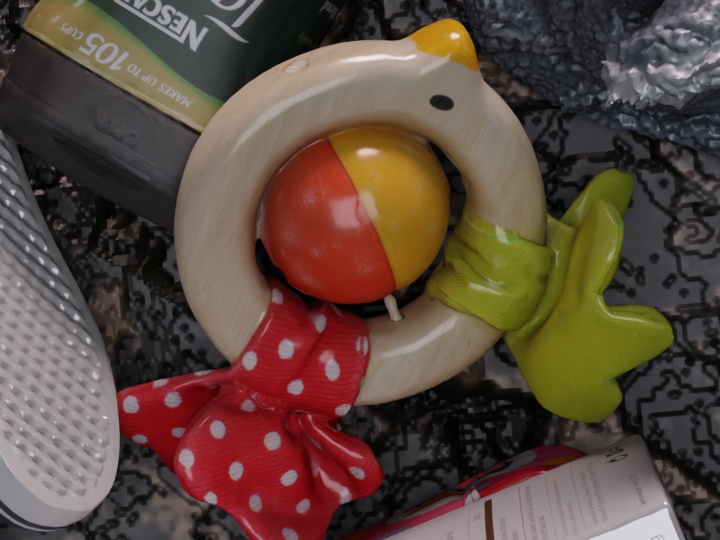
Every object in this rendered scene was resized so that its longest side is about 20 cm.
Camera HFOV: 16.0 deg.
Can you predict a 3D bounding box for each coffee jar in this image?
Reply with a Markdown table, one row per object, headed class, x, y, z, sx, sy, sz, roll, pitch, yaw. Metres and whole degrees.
| class | x | y | z | sx | sy | sz | roll | pitch | yaw |
| --- | --- | --- | --- | --- | --- | --- | --- | --- | --- |
| coffee jar | -0.045 | -0.115 | 0.910 | 0.104 | 0.085 | 0.200 | 29 | 93 | 2 |

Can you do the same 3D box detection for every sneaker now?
| class | x | y | z | sx | sy | sz | roll | pitch | yaw |
| --- | --- | --- | --- | --- | --- | --- | --- | --- | --- |
| sneaker | -0.147 | 0.017 | 0.901 | 0.079 | 0.078 | 0.200 | -40 | 54 | 27 |

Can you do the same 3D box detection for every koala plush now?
| class | x | y | z | sx | sy | sz | roll | pitch | yaw |
| --- | --- | --- | --- | --- | --- | --- | --- | --- | --- |
| koala plush | 0.115 | -0.117 | 0.844 | 0.183 | 0.200 | 0.178 | 11 | 92 | 3 |

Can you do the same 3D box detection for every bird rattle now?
| class | x | y | z | sx | sy | sz | roll | pitch | yaw |
| --- | --- | --- | --- | --- | --- | --- | --- | --- | --- |
| bird rattle | 0.000 | 0.000 | 0.888 | 0.199 | 0.113 | 0.164 | -20 | 113 | 6 |

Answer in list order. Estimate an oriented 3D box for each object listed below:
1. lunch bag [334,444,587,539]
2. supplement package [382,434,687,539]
| class | x | y | z | sx | sy | sz | roll | pitch | yaw |
| --- | --- | --- | --- | --- | --- | --- | --- | --- | --- |
| lunch bag | 0.032 | 0.176 | 0.920 | 0.199 | 0.082 | 0.177 | -26 | 94 | 4 |
| supplement package | 0.025 | 0.153 | 0.816 | 0.199 | 0.120 | 0.122 | -23 | 96 | 4 |
